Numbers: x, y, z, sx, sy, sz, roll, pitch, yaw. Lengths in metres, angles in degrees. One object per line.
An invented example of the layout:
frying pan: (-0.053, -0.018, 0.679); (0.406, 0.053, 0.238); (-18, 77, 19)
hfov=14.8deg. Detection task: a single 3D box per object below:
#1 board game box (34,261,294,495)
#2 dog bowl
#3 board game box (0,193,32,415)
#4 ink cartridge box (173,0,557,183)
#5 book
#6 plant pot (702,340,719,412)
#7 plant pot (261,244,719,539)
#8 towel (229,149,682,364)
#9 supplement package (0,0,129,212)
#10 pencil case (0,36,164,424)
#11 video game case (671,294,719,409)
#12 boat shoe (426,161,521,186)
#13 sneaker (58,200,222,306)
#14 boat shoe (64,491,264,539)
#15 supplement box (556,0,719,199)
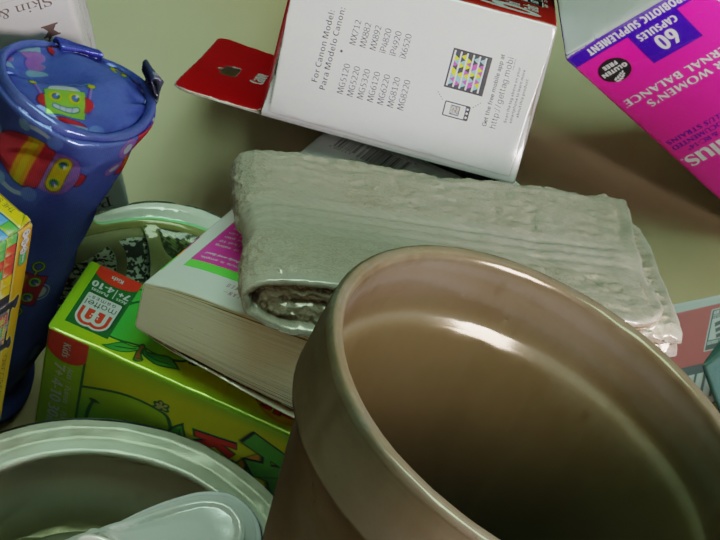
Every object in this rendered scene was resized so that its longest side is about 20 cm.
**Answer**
board game box: (-0.051, 0.082, 1.290); (0.199, 0.102, 0.048); (24, 48, 7)
dog bowl: (-0.118, 0.165, 1.222); (0.199, 0.074, 0.201); (7, 48, -8)
board game box: (-0.232, 0.008, 1.244); (0.165, 0.200, 0.057); (40, 51, 21)
ink cartridge box: (0.007, -0.120, 1.425); (0.175, 0.084, 0.200); (15, 12, 0)
book: (0.000, 0.000, 1.295); (0.133, 0.048, 0.200); (24, 32, 16)
plant pot: (0.262, 0.072, 1.233); (0.200, 0.141, 0.141); (48, 43, -1)
plant pot: (0.038, 0.120, 1.131); (0.199, 0.174, 0.200); (23, 30, -14)
towel: (0.040, -0.004, 1.246); (0.199, 0.035, 0.133); (8, 27, -10)
supplement package: (-0.211, -0.127, 1.342); (0.151, 0.200, 0.151); (-14, 52, -3)
pencil case: (-0.161, -0.021, 1.291); (0.078, 0.200, 0.087); (20, 36, -12)
video game case: (0.107, 0.102, 1.269); (0.143, 0.017, 0.201); (-13, 45, 34)
boat shoe: (0.074, 0.014, 1.403); (0.200, 0.074, 0.060); (45, 49, 13)
sneaker: (-0.071, 0.025, 1.359); (0.199, 0.077, 0.089); (7, 57, -5)
boat shoe: (-0.113, 0.144, 1.149); (0.074, 0.066, 0.200); (39, 53, 20)
supplement box: (0.198, -0.117, 1.454); (0.200, 0.101, 0.104); (36, 36, -39)
